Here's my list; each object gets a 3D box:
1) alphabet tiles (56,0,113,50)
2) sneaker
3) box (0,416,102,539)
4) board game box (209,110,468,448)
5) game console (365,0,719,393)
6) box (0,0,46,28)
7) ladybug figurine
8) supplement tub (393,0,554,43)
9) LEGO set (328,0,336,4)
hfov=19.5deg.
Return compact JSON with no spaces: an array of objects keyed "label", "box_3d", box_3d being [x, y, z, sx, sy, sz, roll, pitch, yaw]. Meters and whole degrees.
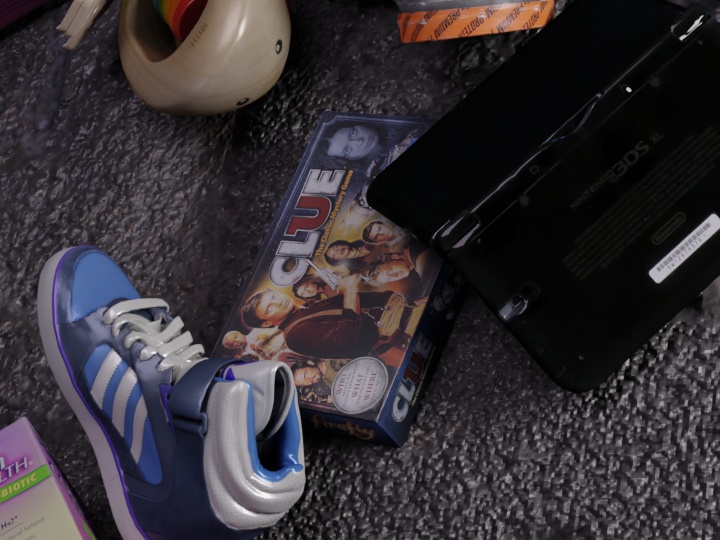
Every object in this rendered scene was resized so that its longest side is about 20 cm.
[{"label":"alphabet tiles","box_3d":[-0.143,-0.242,1.421,0.196,0.015,0.201,-51,8,45]},{"label":"sneaker","box_3d":[-0.095,0.056,1.181,0.146,0.080,0.202,-29,75,37]},{"label":"box","box_3d":[-0.213,0.215,1.164,0.175,0.097,0.200,-31,47,-6]},{"label":"board game box","box_3d":[0.000,0.000,1.244,0.135,0.035,0.201,7,63,36]},{"label":"game console","box_3d":[0.130,-0.052,1.181,0.200,0.116,0.176,-42,86,-6]},{"label":"box","box_3d":[-0.327,-0.264,1.587,0.175,0.097,0.201,-28,49,12]},{"label":"ladybug figurine","box_3d":[-0.100,-0.168,1.385,0.136,0.072,0.200,-54,33,16]},{"label":"supplement tub","box_3d":[0.060,-0.242,1.264,0.122,0.122,0.202,-4,98,30]},{"label":"LEGO set","box_3d":[-0.028,-0.283,1.381,0.115,0.154,0.202,4,65,18]}]
